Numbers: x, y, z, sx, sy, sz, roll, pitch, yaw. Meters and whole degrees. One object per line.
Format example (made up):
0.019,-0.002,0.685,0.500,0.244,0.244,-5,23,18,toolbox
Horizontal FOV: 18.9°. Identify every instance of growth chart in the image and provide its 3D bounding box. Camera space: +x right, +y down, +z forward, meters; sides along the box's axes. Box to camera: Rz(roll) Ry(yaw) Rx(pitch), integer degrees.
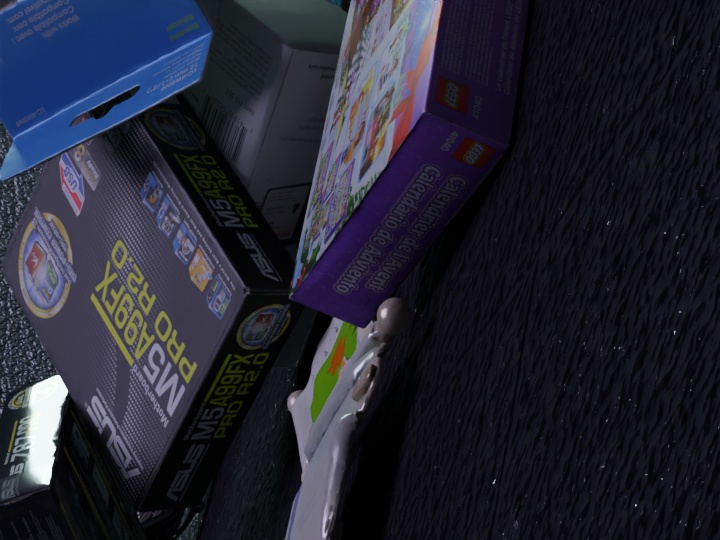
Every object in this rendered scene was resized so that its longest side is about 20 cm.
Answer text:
-0.023,0.126,0.875,0.145,0.018,0.201,121,164,-63,growth chart
0.000,0.000,1.037,0.145,0.018,0.202,-143,68,-81,growth chart

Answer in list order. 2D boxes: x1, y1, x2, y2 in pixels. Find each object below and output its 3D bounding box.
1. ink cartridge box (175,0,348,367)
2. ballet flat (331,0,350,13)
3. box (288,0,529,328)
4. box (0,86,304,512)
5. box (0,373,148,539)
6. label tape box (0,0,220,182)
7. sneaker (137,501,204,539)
-0.076,-0.064,1.234,0.146,0.085,0.201,42,123,43,ink cartridge box
-0.030,-0.111,1.363,0.074,0.074,0.201,117,169,-54,ballet flat
0.027,-0.094,0.904,0.137,0.039,0.201,127,159,-50,box
-0.117,0.004,1.184,0.200,0.044,0.161,56,129,35,box
-0.147,0.177,1.203,0.161,0.049,0.201,-102,-8,-70,box
-0.145,-0.158,1.169,0.143,0.066,0.201,-24,38,27,label tape box
-0.133,0.136,1.534,0.075,0.080,0.201,40,107,42,sneaker
